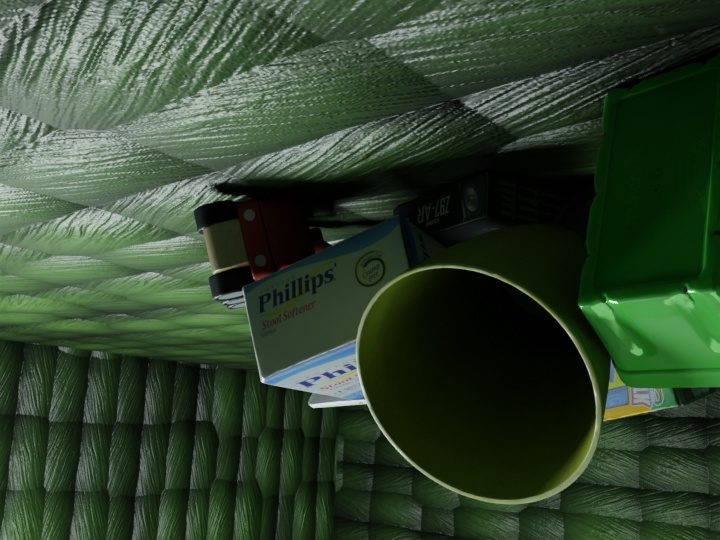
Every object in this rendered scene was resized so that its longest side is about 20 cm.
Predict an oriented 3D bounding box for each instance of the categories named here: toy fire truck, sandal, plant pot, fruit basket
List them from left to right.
[{"bbox_3d":[-0.067,-0.016,0.846,0.196,0.131,0.176,-15,173,-5],"label":"toy fire truck"},{"bbox_3d":[0.123,0.044,0.606,0.184,0.190,0.200,-5,-160,34],"label":"plant pot"},{"bbox_3d":[0.190,0.008,0.723,0.075,0.201,0.043,22,-157,-35],"label":"sandal"},{"bbox_3d":[0.254,-0.017,0.505,0.213,0.220,0.154,12,165,-39],"label":"fruit basket"}]

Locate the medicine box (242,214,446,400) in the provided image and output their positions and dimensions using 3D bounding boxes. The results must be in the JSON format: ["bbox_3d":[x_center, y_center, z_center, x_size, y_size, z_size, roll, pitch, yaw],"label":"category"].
[{"bbox_3d":[0.012,0.048,0.774,0.180,0.105,0.199,-24,158,21],"label":"medicine box"}]

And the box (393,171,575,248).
[{"bbox_3d":[0.155,-0.043,0.795,0.197,0.045,0.159,10,166,-30],"label":"box"}]

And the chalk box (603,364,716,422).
[{"bbox_3d":[0.316,0.096,0.864,0.198,0.126,0.123,-24,165,39],"label":"chalk box"}]

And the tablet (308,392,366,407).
[{"bbox_3d":[0.019,0.087,0.950,0.128,0.202,0.014,-12,127,36],"label":"tablet"}]
